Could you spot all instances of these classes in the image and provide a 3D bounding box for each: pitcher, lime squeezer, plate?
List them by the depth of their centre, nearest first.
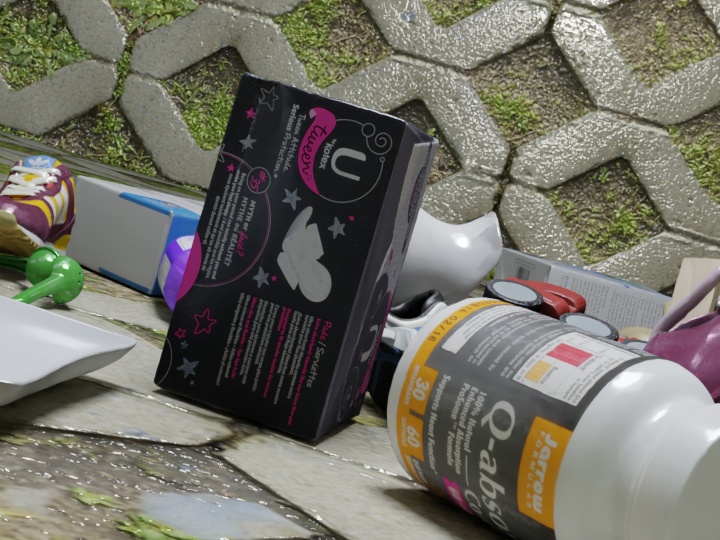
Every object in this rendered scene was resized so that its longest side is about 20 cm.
[{"bbox_3d":[-0.240,0.031,0.702,0.198,0.033,0.200,18,4,6],"label":"plate"},{"bbox_3d":[-0.254,0.007,1.023,0.070,0.038,0.200,-21,20,-20],"label":"lime squeezer"},{"bbox_3d":[0.000,0.000,1.139,0.198,0.173,0.122,15,26,-14],"label":"pitcher"}]

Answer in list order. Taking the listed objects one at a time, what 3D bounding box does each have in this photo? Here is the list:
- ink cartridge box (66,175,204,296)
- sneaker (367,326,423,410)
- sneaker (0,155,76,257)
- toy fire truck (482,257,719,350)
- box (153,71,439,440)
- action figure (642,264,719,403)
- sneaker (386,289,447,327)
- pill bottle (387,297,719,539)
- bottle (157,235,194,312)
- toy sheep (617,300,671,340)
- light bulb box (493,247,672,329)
[{"bbox_3d":[-0.175,-0.025,1.318,0.144,0.085,0.199,20,7,37],"label":"ink cartridge box"},{"bbox_3d":[0.068,0.073,0.924,0.076,0.077,0.200,-12,17,-21],"label":"sneaker"},{"bbox_3d":[-0.289,-0.059,1.132,0.074,0.091,0.200,10,-5,-4],"label":"sneaker"},{"bbox_3d":[0.197,0.051,1.040,0.175,0.130,0.199,25,23,28],"label":"toy fire truck"},{"bbox_3d":[-0.034,-0.008,0.850,0.114,0.202,0.132,18,5,12],"label":"box"},{"bbox_3d":[0.175,0.080,0.866,0.198,0.151,0.134,-17,-20,22],"label":"action figure"},{"bbox_3d":[0.068,0.064,1.084,0.198,0.089,0.076,16,2,-26],"label":"sneaker"},{"bbox_3d":[0.114,0.091,0.686,0.116,0.118,0.199,13,5,-39],"label":"pill bottle"},{"bbox_3d":[-0.125,0.015,1.115,0.083,0.066,0.200,19,4,-15],"label":"bottle"},{"bbox_3d":[0.319,0.106,1.213,0.198,0.139,0.138,22,4,2],"label":"toy sheep"},{"bbox_3d":[0.270,0.065,1.574,0.198,0.126,0.198,14,4,-13],"label":"light bulb box"}]
